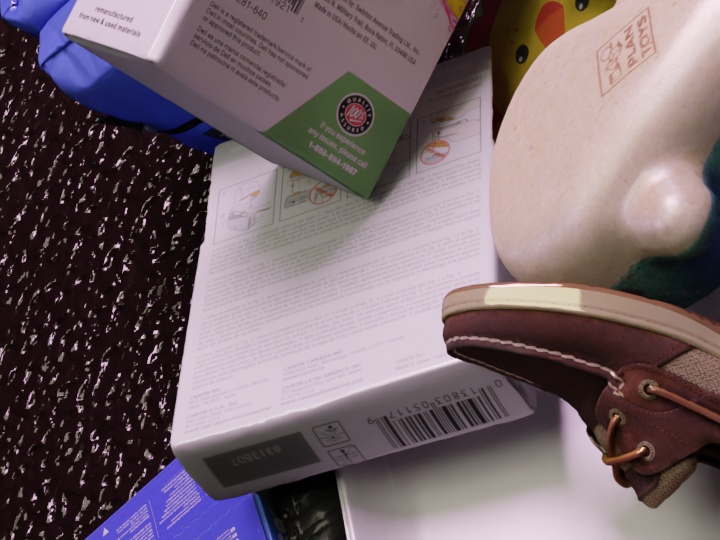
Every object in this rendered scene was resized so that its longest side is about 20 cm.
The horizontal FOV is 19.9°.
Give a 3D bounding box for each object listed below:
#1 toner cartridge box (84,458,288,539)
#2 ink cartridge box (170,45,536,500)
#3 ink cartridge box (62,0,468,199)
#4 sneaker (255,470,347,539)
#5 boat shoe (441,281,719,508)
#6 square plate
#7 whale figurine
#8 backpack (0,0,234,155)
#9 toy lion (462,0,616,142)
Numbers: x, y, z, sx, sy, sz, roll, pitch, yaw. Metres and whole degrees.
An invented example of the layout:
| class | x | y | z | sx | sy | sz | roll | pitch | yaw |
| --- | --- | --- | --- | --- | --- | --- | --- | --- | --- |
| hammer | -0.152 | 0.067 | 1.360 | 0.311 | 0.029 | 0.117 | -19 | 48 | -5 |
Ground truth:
| class | x | y | z | sx | sy | sz | roll | pitch | yaw |
| --- | --- | --- | --- | --- | --- | --- | --- | --- | --- |
| toner cartridge box | -0.108 | 0.172 | 1.053 | 0.200 | 0.043 | 0.095 | -41 | 47 | 22 |
| ink cartridge box | 0.000 | 0.000 | 0.956 | 0.161 | 0.057 | 0.201 | -18 | 38 | 21 |
| ink cartridge box | -0.020 | -0.158 | 0.933 | 0.084 | 0.144 | 0.201 | 23 | 84 | 49 |
| sneaker | -0.023 | 0.102 | 0.971 | 0.103 | 0.060 | 0.201 | 5 | 64 | 17 |
| boat shoe | 0.122 | 0.058 | 0.809 | 0.198 | 0.072 | 0.073 | 16 | 77 | 7 |
| square plate | 0.090 | 0.108 | 0.871 | 0.199 | 0.028 | 0.199 | -22 | 53 | 15 |
| whale figurine | 0.140 | -0.061 | 0.840 | 0.200 | 0.103 | 0.160 | -46 | 30 | 34 |
| backpack | -0.070 | -0.148 | 1.066 | 0.162 | 0.199 | 0.169 | -24 | 58 | 44 |
| toy lion | 0.112 | -0.142 | 0.970 | 0.200 | 0.068 | 0.193 | -46 | 48 | 37 |
